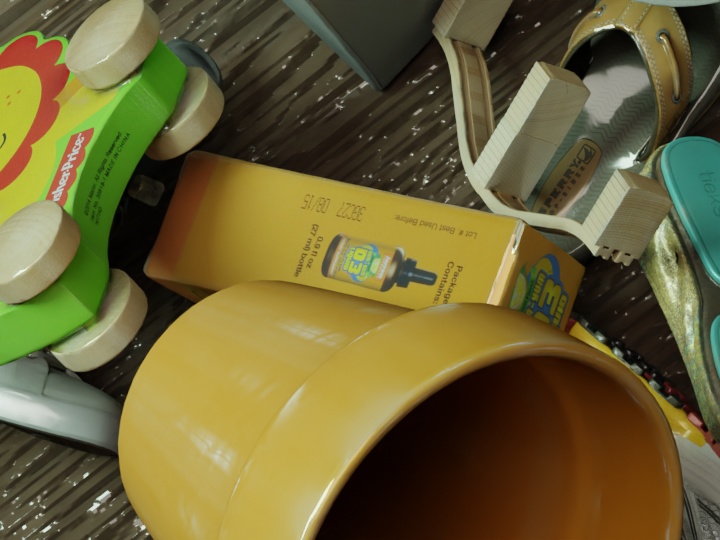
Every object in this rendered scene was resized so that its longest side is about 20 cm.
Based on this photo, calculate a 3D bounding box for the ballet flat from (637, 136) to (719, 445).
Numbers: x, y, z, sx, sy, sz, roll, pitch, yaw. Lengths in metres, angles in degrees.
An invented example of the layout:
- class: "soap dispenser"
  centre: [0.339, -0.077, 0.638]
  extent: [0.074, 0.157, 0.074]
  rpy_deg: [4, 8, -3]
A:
- class: "ballet flat"
  centre: [0.164, 0.030, 1.306]
  extent: [0.070, 0.071, 0.201]
  rpy_deg: [-24, 49, 9]

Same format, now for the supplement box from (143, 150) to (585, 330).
- class: "supplement box"
  centre: [0.000, 0.000, 1.356]
  extent: [0.199, 0.069, 0.067]
  rpy_deg: [13, 77, 40]

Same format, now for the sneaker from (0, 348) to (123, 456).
- class: "sneaker"
  centre: [-0.188, 0.022, 1.432]
  extent: [0.199, 0.073, 0.085]
  rpy_deg: [23, 85, 23]

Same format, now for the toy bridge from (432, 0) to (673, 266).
- class: "toy bridge"
  centre: [0.075, -0.061, 1.352]
  extent: [0.067, 0.027, 0.200]
  rpy_deg: [-60, 35, 22]

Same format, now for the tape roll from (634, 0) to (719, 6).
- class: "tape roll"
  centre: [0.168, -0.205, 1.312]
  extent: [0.202, 0.037, 0.204]
  rpy_deg: [-25, 43, 25]

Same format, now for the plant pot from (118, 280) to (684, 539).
- class: "plant pot"
  centre: [0.000, 0.092, 1.226]
  extent: [0.183, 0.200, 0.201]
  rpy_deg: [30, 85, 49]

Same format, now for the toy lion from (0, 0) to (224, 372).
- class: "toy lion"
  centre: [-0.165, -0.033, 1.361]
  extent: [0.191, 0.069, 0.201]
  rpy_deg: [-17, 40, 35]

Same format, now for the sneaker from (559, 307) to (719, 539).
- class: "sneaker"
  centre: [0.137, 0.107, 1.316]
  extent: [0.082, 0.078, 0.200]
  rpy_deg: [-50, 60, 6]

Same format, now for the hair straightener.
- class: "hair straightener"
  centre: [-0.127, -0.033, 1.393]
  extent: [0.041, 0.077, 0.200]
  rpy_deg: [46, 61, -14]

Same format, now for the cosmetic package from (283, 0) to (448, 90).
- class: "cosmetic package"
  centre: [-0.008, -0.173, 1.365]
  extent: [0.107, 0.200, 0.090]
  rpy_deg: [-45, 69, -2]

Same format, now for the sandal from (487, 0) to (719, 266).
- class: "sandal"
  centre: [0.117, -0.090, 1.373]
  extent: [0.082, 0.055, 0.201]
  rpy_deg: [36, 93, 24]
